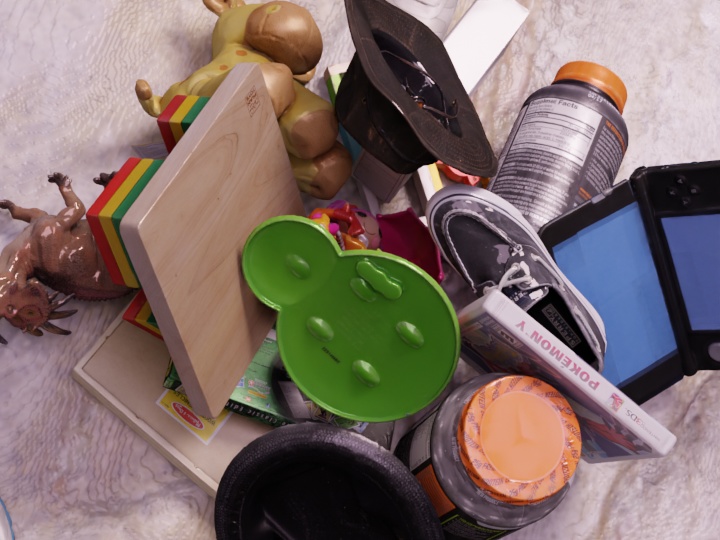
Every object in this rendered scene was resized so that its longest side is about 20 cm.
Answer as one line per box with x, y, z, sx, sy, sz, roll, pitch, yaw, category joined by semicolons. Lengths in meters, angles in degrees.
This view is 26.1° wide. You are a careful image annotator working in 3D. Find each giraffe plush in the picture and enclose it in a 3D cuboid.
-0.090;-0.167;1.364;0.198;0.173;0.163;6;55;25;giraffe plush

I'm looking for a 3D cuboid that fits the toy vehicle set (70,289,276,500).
-0.130;0.104;1.317;0.199;0.027;0.125;40;68;1;toy vehicle set

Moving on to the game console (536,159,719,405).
0.266;0.023;1.317;0.118;0.169;0.202;-45;123;-45;game console

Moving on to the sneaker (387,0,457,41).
0.067;-0.283;1.452;0.076;0.081;0.202;22;67;5;sneaker

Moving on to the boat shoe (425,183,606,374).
0.128;0.014;1.269;0.072;0.068;0.200;-38;103;17;boat shoe

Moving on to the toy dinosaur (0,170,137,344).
-0.234;-0.004;1.298;0.197;0.086;0.137;-2;74;-20;toy dinosaur

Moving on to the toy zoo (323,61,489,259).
0.054;-0.105;1.431;0.130;0.020;0.202;-14;77;-17;toy zoo

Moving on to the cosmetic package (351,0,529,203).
0.071;-0.160;1.397;0.050;0.083;0.201;37;68;0;cosmetic package

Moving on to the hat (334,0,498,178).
0.027;-0.138;1.288;0.200;0.081;0.202;40;27;-25;hat

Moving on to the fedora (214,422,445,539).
-0.021;0.200;1.262;0.198;0.092;0.203;2;110;7;fedora

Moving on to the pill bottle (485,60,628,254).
0.178;-0.092;1.398;0.105;0.106;0.201;28;63;-4;pill bottle

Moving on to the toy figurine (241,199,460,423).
0.000;0.000;1.303;0.200;0.150;0.184;42;24;-11;toy figurine

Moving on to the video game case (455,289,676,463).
0.151;0.092;1.270;0.182;0.200;0.023;39;78;-1;video game case

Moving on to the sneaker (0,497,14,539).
-0.340;0.152;1.219;0.075;0.087;0.201;-34;85;-22;sneaker

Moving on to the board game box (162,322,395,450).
-0.061;0.084;1.311;0.198;0.023;0.106;22;56;-13;board game box

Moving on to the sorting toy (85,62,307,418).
-0.126;-0.026;1.229;0.069;0.200;0.201;7;45;25;sorting toy

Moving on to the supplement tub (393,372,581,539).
0.101;0.155;1.264;0.121;0.200;0.124;4;72;-13;supplement tub
